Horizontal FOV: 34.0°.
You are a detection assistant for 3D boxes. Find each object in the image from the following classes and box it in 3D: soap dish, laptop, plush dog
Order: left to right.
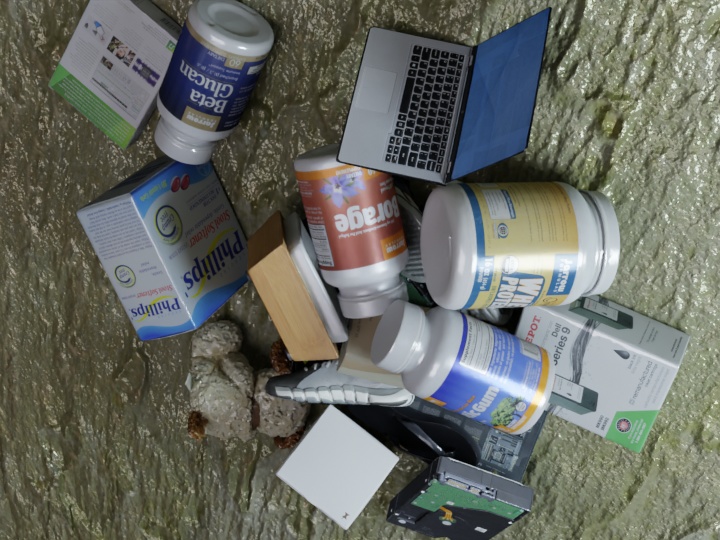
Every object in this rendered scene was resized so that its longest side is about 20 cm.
[{"bbox_3d":[-0.157,0.186,1.702,0.171,0.161,0.201,-1,117,1],"label":"plush dog"},{"bbox_3d":[-0.083,0.019,1.484,0.081,0.200,0.158,-25,105,1],"label":"soap dish"},{"bbox_3d":[0.091,-0.205,1.305,0.199,0.188,0.116,12,156,2],"label":"laptop"}]

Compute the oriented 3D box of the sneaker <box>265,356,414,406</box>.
[{"bbox_3d":[-0.025,0.120,1.570,0.199,0.075,0.116,2,84,6],"label":"sneaker"}]

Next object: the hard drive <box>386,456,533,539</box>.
[{"bbox_3d":[0.133,0.322,1.614,0.139,0.038,0.200,20,148,-8],"label":"hard drive"}]

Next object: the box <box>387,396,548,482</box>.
[{"bbox_3d":[0.147,0.196,1.601,0.199,0.051,0.158,22,124,13],"label":"box"}]

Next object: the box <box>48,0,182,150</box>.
[{"bbox_3d":[-0.325,-0.280,1.586,0.144,0.036,0.200,41,125,1],"label":"box"}]

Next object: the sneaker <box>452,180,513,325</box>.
[{"bbox_3d":[0.120,-0.017,1.486,0.099,0.078,0.201,-6,111,34],"label":"sneaker"}]

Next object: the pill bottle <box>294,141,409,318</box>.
[{"bbox_3d":[-0.004,-0.050,1.404,0.112,0.112,0.201,-6,106,29],"label":"pill bottle"}]

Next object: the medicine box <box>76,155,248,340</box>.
[{"bbox_3d":[-0.254,-0.039,1.590,0.103,0.182,0.200,-14,110,32],"label":"medicine box"}]

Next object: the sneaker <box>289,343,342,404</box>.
[{"bbox_3d":[-0.065,0.102,1.631,0.074,0.087,0.200,-14,109,31],"label":"sneaker"}]

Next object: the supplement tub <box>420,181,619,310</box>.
[{"bbox_3d":[0.182,-0.030,1.359,0.199,0.145,0.145,-2,122,-14],"label":"supplement tub"}]

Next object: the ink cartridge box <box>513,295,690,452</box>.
[{"bbox_3d":[0.286,0.115,1.468,0.200,0.084,0.146,23,124,14],"label":"ink cartridge box"}]

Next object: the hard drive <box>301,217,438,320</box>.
[{"bbox_3d":[0.000,0.000,1.575,0.140,0.038,0.200,-34,97,36],"label":"hard drive"}]

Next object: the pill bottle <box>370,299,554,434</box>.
[{"bbox_3d":[0.117,0.109,1.380,0.200,0.112,0.112,23,128,-16],"label":"pill bottle"}]

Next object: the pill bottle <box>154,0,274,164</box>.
[{"bbox_3d":[-0.194,-0.236,1.497,0.111,0.111,0.200,34,126,6],"label":"pill bottle"}]

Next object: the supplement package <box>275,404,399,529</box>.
[{"bbox_3d":[-0.033,0.268,1.623,0.121,0.200,0.120,38,82,3],"label":"supplement package"}]

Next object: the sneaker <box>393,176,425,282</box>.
[{"bbox_3d":[0.041,-0.076,1.482,0.200,0.079,0.078,49,121,5],"label":"sneaker"}]

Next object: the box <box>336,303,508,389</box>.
[{"bbox_3d":[0.078,0.102,1.498,0.199,0.095,0.078,13,157,-5],"label":"box"}]

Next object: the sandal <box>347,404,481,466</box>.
[{"bbox_3d":[0.067,0.223,1.596,0.200,0.043,0.076,26,125,11],"label":"sandal"}]
